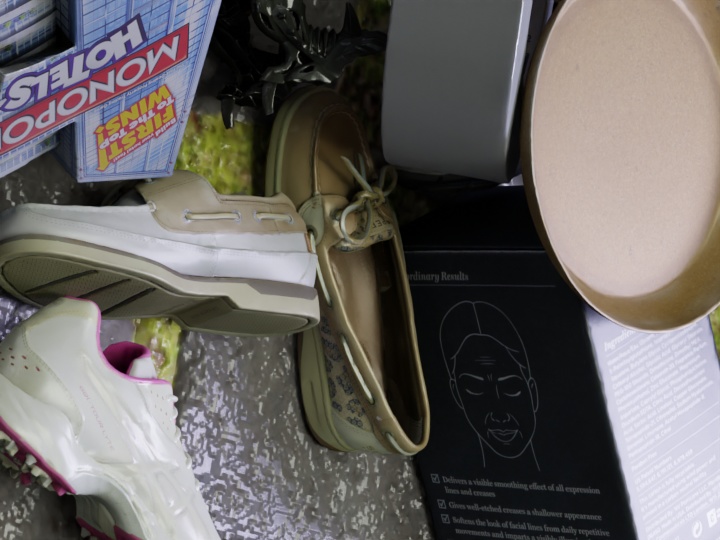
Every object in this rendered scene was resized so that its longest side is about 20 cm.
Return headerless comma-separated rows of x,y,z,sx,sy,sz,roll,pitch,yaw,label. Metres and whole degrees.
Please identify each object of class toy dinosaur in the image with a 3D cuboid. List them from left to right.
-0.060,-0.151,1.470,0.200,0.102,0.136,-29,99,-6,toy dinosaur

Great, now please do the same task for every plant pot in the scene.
0.145,-0.068,1.500,0.200,0.027,0.201,0,91,-46,plant pot

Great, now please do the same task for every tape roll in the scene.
0.061,-0.148,1.480,0.200,0.066,0.201,11,90,-83,tape roll

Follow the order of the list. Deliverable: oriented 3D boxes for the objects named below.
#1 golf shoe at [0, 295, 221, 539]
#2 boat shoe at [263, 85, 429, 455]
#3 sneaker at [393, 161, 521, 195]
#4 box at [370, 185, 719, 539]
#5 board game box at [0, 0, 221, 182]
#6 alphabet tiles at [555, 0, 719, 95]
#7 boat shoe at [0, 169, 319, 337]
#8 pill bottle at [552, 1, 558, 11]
-0.108,0.092,1.409,0.200,0.075,0.092,48,67,-37,golf shoe
0.000,0.000,1.533,0.073,0.063,0.201,-25,111,-42,boat shoe
0.112,-0.094,1.594,0.199,0.075,0.087,-6,84,-9,sneaker
0.109,0.062,1.592,0.107,0.148,0.201,-30,112,-43,box
-0.142,-0.099,1.316,0.200,0.062,0.200,-31,151,-24,board game box
0.153,-0.200,1.628,0.167,0.200,0.008,-46,163,-33,alphabet tiles
-0.103,-0.014,1.428,0.200,0.075,0.069,13,67,-47,boat shoe
0.181,-0.089,1.692,0.112,0.112,0.201,-37,117,-40,pill bottle
